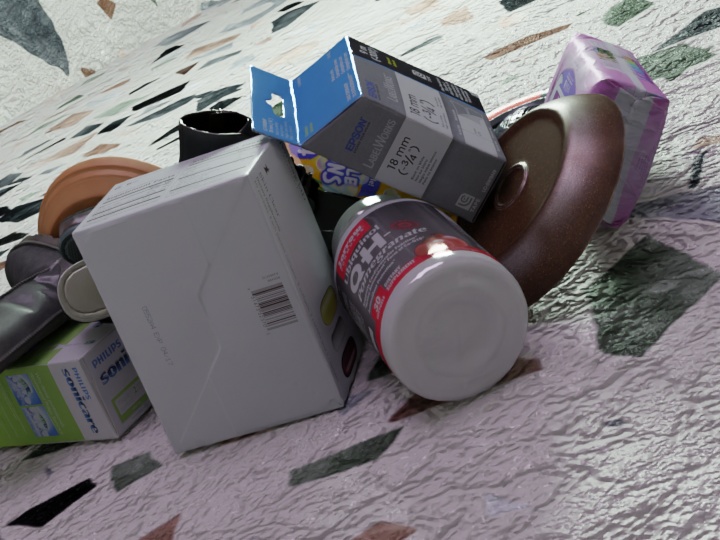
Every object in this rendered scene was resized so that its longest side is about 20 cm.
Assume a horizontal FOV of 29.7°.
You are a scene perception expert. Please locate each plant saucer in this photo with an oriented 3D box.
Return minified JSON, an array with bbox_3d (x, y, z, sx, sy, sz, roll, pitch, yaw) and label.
[{"bbox_3d":[0.132,-0.060,1.089,0.201,0.036,0.202,-47,27,33],"label":"plant saucer"},{"bbox_3d":[-0.224,-0.016,1.322,0.198,0.201,0.038,-15,30,24],"label":"plant saucer"}]

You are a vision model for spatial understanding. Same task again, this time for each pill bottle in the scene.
[{"bbox_3d":[0.042,0.010,1.037,0.110,0.112,0.200,-26,25,-7],"label":"pill bottle"}]

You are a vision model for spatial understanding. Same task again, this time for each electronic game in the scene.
[{"bbox_3d":[0.176,-0.149,1.420,0.198,0.042,0.200,-22,20,8],"label":"electronic game"}]

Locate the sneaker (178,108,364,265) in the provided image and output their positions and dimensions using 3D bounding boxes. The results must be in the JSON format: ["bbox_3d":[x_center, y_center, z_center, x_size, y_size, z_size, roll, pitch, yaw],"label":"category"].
[{"bbox_3d":[-0.062,-0.069,1.133,0.197,0.107,0.075,5,30,-1],"label":"sneaker"}]

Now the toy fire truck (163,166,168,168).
[{"bbox_3d":[-0.168,-0.032,1.430,0.199,0.112,0.169,-26,34,34],"label":"toy fire truck"}]

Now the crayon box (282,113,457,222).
[{"bbox_3d":[0.024,-0.096,1.241,0.197,0.052,0.127,4,61,1],"label":"crayon box"}]

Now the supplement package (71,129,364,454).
[{"bbox_3d":[-0.107,0.017,1.084,0.154,0.202,0.111,-16,20,16],"label":"supplement package"}]

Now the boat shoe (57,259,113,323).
[{"bbox_3d":[-0.171,0.003,1.199,0.198,0.075,0.066,-24,-9,-19],"label":"boat shoe"}]

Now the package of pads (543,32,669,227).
[{"bbox_3d":[0.210,-0.128,1.205,0.075,0.122,0.200,18,20,-6],"label":"package of pads"}]

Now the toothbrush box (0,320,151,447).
[{"bbox_3d":[-0.268,0.088,1.268,0.198,0.087,0.146,-11,23,36],"label":"toothbrush box"}]

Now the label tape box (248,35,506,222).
[{"bbox_3d":[0.011,-0.131,1.118,0.064,0.198,0.145,-61,18,23],"label":"label tape box"}]

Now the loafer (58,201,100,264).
[{"bbox_3d":[-0.179,-0.047,1.240,0.197,0.072,0.063,-7,50,-17],"label":"loafer"}]

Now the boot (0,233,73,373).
[{"bbox_3d":[-0.333,0.046,1.239,0.181,0.073,0.200,-4,33,48],"label":"boot"}]
